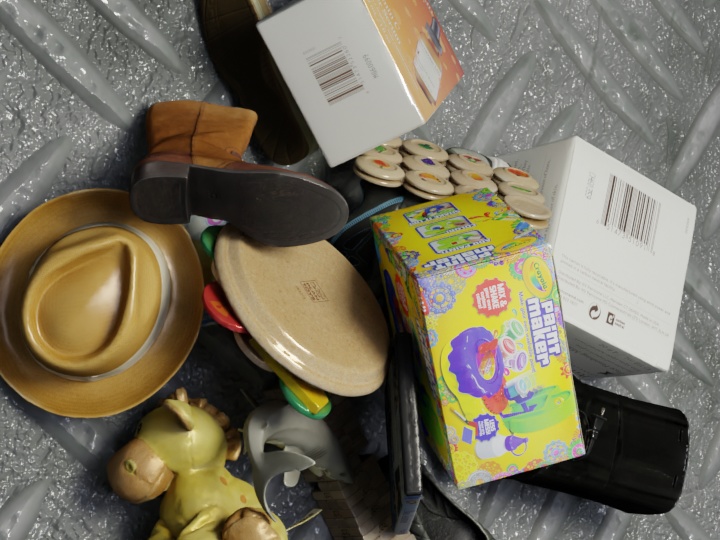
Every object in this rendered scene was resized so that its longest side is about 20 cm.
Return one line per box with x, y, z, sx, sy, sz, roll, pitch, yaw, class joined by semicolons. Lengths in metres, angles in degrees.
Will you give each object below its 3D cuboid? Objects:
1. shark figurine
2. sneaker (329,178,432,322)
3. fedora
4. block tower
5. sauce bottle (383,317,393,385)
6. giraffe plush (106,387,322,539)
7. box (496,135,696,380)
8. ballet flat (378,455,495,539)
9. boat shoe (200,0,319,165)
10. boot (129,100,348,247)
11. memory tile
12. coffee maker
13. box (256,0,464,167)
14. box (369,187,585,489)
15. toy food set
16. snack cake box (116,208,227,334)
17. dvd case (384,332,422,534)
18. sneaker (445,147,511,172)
-0.058;0.133;1.354;0.128;0.089;0.214;51;10;11;shark figurine
0.000;0.000;1.507;0.200;0.082;0.073;-61;160;-17;sneaker
-0.226;0.026;1.298;0.200;0.082;0.201;0;87;-4;fedora
-0.020;0.190;1.491;0.058;0.054;0.200;-33;102;-35;block tower
0.042;0.015;1.560;0.066;0.066;0.200;11;76;-35;sauce bottle
-0.147;0.189;1.342;0.200;0.172;0.162;-32;93;-43;giraffe plush
0.236;-0.009;1.667;0.199;0.131;0.200;25;69;-31;box
0.083;0.257;1.555;0.200;0.057;0.067;43;61;-23;ballet flat
-0.091;-0.201;1.500;0.066;0.074;0.200;-29;101;-53;boat shoe
-0.105;-0.091;1.367;0.188;0.200;0.069;-1;115;0;boot
0.088;-0.095;1.536;0.200;0.153;0.017;16;112;-6;memory tile
0.242;0.186;1.603;0.200;0.192;0.135;17;100;-31;coffee maker
0.005;-0.211;1.490;0.152;0.106;0.200;62;22;-12;box
0.102;0.055;1.391;0.122;0.193;0.200;-14;109;-8;box
-0.056;0.031;1.341;0.200;0.049;0.198;49;27;3;toy food set
-0.136;-0.008;1.429;0.200;0.067;0.115;-11;90;-38;snack cake box
0.038;0.152;1.406;0.018;0.200;0.143;-2;71;-2;dvd case
0.098;-0.037;1.614;0.079;0.074;0.200;23;63;-22;sneaker
